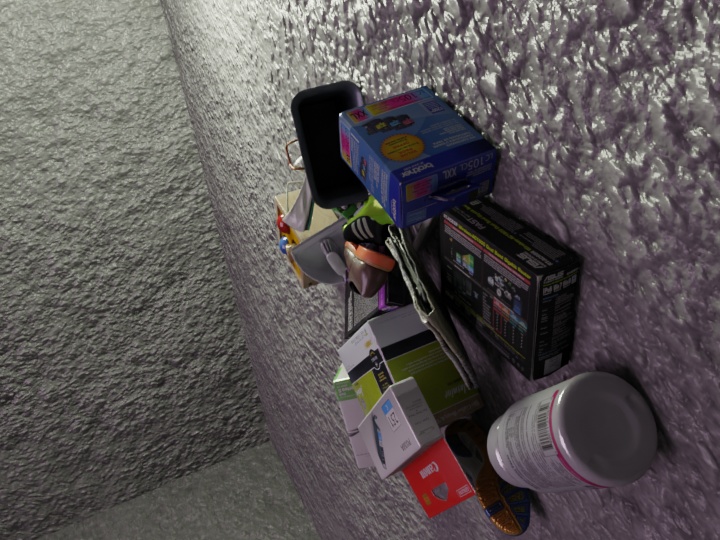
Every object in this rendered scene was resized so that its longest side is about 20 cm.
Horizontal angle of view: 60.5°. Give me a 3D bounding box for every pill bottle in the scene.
[{"bbox_3d":[0.226,0.190,0.698,0.114,0.113,0.200,66,160,15],"label":"pill bottle"}]

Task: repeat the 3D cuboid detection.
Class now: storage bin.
[{"bbox_3d":[-0.063,-0.219,1.097,0.134,0.145,0.201,-140,35,-73],"label":"storage bin"}]

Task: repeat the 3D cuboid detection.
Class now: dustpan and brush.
[{"bbox_3d":[-0.039,-0.004,1.276,0.057,0.139,0.200,61,-176,39],"label":"dustpan and brush"}]

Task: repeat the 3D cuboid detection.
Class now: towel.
[{"bbox_3d":[0.097,0.051,0.870,0.200,0.034,0.193,56,-168,-42],"label":"towel"}]

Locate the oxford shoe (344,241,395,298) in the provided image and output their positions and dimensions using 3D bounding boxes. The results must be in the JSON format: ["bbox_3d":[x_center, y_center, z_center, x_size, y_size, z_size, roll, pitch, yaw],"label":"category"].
[{"bbox_3d":[0.000,0.000,0.974,0.200,0.071,0.073,-146,77,-83],"label":"oxford shoe"}]

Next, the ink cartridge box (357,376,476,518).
[{"bbox_3d":[0.073,0.273,0.906,0.177,0.044,0.200,61,154,22],"label":"ink cartridge box"}]

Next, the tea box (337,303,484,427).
[{"bbox_3d":[0.076,0.180,1.050,0.198,0.133,0.200,67,157,13],"label":"tea box"}]

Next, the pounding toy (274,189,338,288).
[{"bbox_3d":[-0.125,-0.065,1.372,0.200,0.141,0.185,57,156,37],"label":"pounding toy"}]

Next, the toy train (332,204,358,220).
[{"bbox_3d":[-0.047,-0.141,1.218,0.056,0.042,0.200,45,-178,-25],"label":"toy train"}]

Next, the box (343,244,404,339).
[{"bbox_3d":[0.020,0.027,1.095,0.200,0.036,0.144,137,139,-57],"label":"box"}]

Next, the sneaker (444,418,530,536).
[{"bbox_3d":[0.203,0.329,0.970,0.200,0.075,0.088,-119,9,-45],"label":"sneaker"}]

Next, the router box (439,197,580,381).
[{"bbox_3d":[0.173,0.014,0.757,0.200,0.062,0.151,46,150,51],"label":"router box"}]

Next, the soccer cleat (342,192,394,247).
[{"bbox_3d":[0.024,-0.066,0.969,0.081,0.067,0.200,56,159,4],"label":"soccer cleat"}]

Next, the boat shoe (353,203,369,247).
[{"bbox_3d":[0.010,-0.079,1.127,0.200,0.069,0.067,100,170,-61],"label":"boat shoe"}]

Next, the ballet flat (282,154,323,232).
[{"bbox_3d":[-0.107,-0.177,1.202,0.069,0.069,0.201,4,79,69],"label":"ballet flat"}]

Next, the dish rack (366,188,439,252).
[{"bbox_3d":[0.065,-0.133,0.949,0.201,0.043,0.172,63,160,22],"label":"dish rack"}]

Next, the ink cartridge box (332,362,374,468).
[{"bbox_3d":[0.017,0.294,1.318,0.146,0.083,0.201,-54,-50,-75],"label":"ink cartridge box"}]

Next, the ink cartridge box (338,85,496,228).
[{"bbox_3d":[0.075,-0.138,0.774,0.200,0.136,0.077,56,160,38],"label":"ink cartridge box"}]
